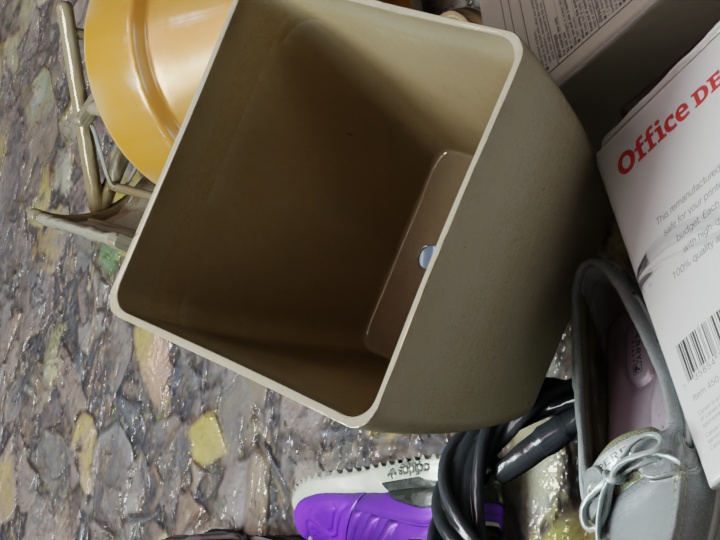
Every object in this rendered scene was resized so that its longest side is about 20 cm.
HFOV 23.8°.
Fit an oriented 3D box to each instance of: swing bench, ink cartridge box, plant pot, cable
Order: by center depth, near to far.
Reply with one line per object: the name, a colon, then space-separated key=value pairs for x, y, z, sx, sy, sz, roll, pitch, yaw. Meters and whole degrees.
ink cartridge box: x=0.209 y=-0.014 z=0.815 sx=0.147 sy=0.082 sz=0.201 roll=-47 pitch=45 yaw=41
cable: x=0.124 y=0.131 z=0.910 sx=0.199 sy=0.051 sz=0.164 roll=2 pitch=55 yaw=42
plant pot: x=0.021 y=-0.019 z=0.923 sx=0.199 sy=0.177 sz=0.201 roll=21 pitch=86 yaw=40
plant pot: x=-0.061 y=-0.163 z=1.206 sx=0.183 sy=0.200 sz=0.201 roll=-13 pitch=70 yaw=43
swing bench: x=-0.176 y=-0.116 z=1.427 sx=0.199 sy=0.129 sz=0.201 roll=17 pitch=100 yaw=58

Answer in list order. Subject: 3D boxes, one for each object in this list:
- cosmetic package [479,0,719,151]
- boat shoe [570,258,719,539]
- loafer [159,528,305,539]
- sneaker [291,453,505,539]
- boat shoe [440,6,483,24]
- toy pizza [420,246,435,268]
cosmetic package: x=0.162 y=-0.160 z=0.933 sx=0.200 sy=0.087 sz=0.104 roll=-39 pitch=51 yaw=45
boat shoe: x=0.134 y=0.078 z=0.845 sx=0.074 sy=0.065 sz=0.203 roll=-36 pitch=31 yaw=35
loafer: x=-0.088 y=0.222 z=1.238 sx=0.200 sy=0.063 sz=0.072 roll=-4 pitch=77 yaw=58
sneaker: x=0.018 y=0.175 z=1.077 sx=0.200 sy=0.069 sz=0.100 roll=-22 pitch=65 yaw=54
boat shoe: x=0.075 y=-0.099 z=1.074 sx=0.071 sy=0.064 sz=0.201 roll=-54 pitch=39 yaw=34
toy pizza: x=0.000 y=0.000 z=1.196 sx=0.200 sy=0.032 sz=0.201 roll=-24 pitch=60 yaw=51
